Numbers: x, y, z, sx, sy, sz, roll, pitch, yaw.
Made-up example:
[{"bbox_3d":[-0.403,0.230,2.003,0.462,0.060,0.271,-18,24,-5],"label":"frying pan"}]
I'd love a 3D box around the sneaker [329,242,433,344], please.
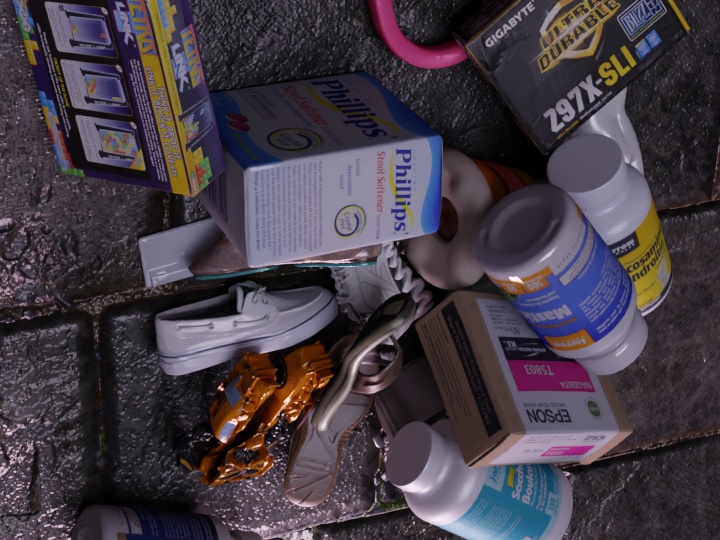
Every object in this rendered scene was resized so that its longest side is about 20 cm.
[{"bbox_3d":[0.000,0.000,1.675,0.081,0.075,0.200,-51,125,-18],"label":"sneaker"}]

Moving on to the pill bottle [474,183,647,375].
[{"bbox_3d":[0.207,0.016,1.610,0.112,0.112,0.200,-43,126,0],"label":"pill bottle"}]

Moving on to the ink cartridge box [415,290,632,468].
[{"bbox_3d":[0.170,0.112,1.670,0.199,0.166,0.075,4,145,-44],"label":"ink cartridge box"}]

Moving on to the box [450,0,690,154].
[{"bbox_3d":[0.214,-0.241,1.633,0.199,0.049,0.160,-40,122,1],"label":"box"}]

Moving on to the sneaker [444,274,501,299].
[{"bbox_3d":[0.175,0.020,1.804,0.117,0.075,0.199,-24,165,37],"label":"sneaker"}]

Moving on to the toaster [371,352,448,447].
[{"bbox_3d":[0.110,0.154,1.790,0.199,0.129,0.114,-30,125,-8],"label":"toaster"}]

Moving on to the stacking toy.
[{"bbox_3d":[0.150,-0.064,1.715,0.198,0.146,0.148,-10,120,-39],"label":"stacking toy"}]

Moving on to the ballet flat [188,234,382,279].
[{"bbox_3d":[-0.077,-0.033,1.608,0.197,0.068,0.068,-5,99,6],"label":"ballet flat"}]

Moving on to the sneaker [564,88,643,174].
[{"bbox_3d":[0.247,-0.149,1.743,0.088,0.075,0.202,-20,112,-12],"label":"sneaker"}]

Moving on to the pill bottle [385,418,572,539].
[{"bbox_3d":[0.120,0.223,1.684,0.199,0.111,0.111,28,101,-34],"label":"pill bottle"}]

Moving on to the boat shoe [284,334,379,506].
[{"bbox_3d":[-0.039,0.156,1.768,0.073,0.063,0.202,21,102,-16],"label":"boat shoe"}]

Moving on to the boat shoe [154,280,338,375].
[{"bbox_3d":[-0.116,0.046,1.656,0.198,0.073,0.068,-21,116,-21],"label":"boat shoe"}]

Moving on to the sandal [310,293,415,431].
[{"bbox_3d":[0.012,0.097,1.655,0.057,0.080,0.202,33,131,1],"label":"sandal"}]

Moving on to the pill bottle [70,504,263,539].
[{"bbox_3d":[-0.204,0.314,1.729,0.198,0.111,0.112,10,111,-30],"label":"pill bottle"}]

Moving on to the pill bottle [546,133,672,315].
[{"bbox_3d":[0.257,-0.046,1.701,0.111,0.112,0.201,-34,136,-6],"label":"pill bottle"}]

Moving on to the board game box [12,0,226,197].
[{"bbox_3d":[-0.216,-0.176,1.438,0.057,0.164,0.202,-45,136,-44],"label":"board game box"}]

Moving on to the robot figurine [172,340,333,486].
[{"bbox_3d":[-0.112,0.155,1.684,0.144,0.058,0.201,-7,142,-38],"label":"robot figurine"}]

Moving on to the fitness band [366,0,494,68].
[{"bbox_3d":[0.071,-0.297,1.595,0.142,0.037,0.202,-22,122,-14],"label":"fitness band"}]

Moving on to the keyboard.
[{"bbox_3d":[-0.128,-0.034,1.650,0.198,0.011,0.057,-17,116,-18],"label":"keyboard"}]

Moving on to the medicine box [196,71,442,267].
[{"bbox_3d":[-0.047,-0.102,1.547,0.198,0.182,0.104,-11,120,-21],"label":"medicine box"}]
